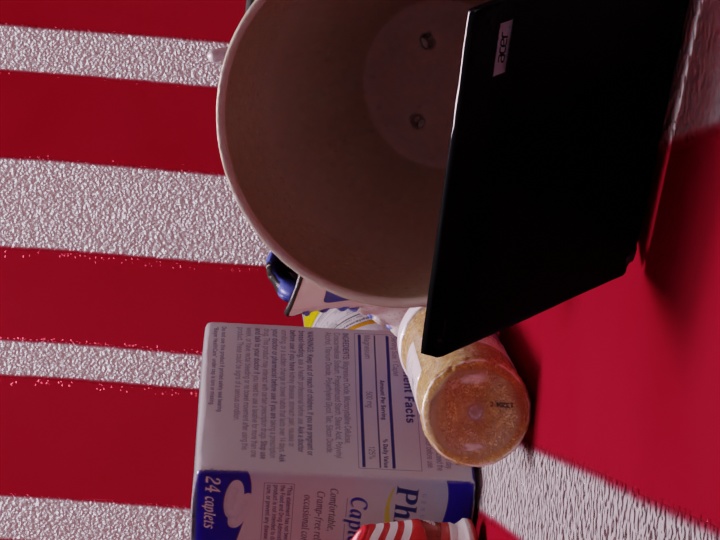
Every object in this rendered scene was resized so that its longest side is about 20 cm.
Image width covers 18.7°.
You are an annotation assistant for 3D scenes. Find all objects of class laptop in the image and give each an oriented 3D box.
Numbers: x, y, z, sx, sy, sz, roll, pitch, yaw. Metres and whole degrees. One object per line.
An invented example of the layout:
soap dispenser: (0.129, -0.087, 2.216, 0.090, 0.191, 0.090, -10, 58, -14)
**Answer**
laptop: (0.082, -0.089, 0.948, 0.201, 0.102, 0.178, -91, 6, -50)

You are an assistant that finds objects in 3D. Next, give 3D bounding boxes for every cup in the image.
cup: (0.035, -0.095, 1.236, 0.143, 0.198, 0.202, -44, -39, -69)

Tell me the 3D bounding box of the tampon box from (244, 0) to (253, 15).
tampon box: (-0.006, -0.295, 1.922, 0.201, 0.148, 0.127, -70, -9, -51)

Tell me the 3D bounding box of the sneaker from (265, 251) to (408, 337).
sneaker: (0.000, 0.000, 1.524, 0.200, 0.114, 0.081, 56, -166, -43)

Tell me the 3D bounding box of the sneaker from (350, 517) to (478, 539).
sneaker: (0.019, 0.267, 1.493, 0.078, 0.114, 0.202, 145, 129, -85)

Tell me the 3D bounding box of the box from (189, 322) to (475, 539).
box: (-0.022, 0.134, 1.606, 0.185, 0.198, 0.106, -91, 5, -57)

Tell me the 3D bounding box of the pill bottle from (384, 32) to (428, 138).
pill bottle: (0.052, -0.137, 1.412, 0.200, 0.112, 0.114, -102, 16, -75)

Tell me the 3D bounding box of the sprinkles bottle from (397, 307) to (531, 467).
sprinkles bottle: (0.063, 0.065, 1.379, 0.200, 0.068, 0.069, -105, 19, -78)

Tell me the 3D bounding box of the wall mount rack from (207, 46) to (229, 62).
wall mount rack: (-0.008, -0.163, 1.575, 0.075, 0.173, 0.200, -65, 7, -25)

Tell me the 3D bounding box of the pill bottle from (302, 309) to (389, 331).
pill bottle: (0.012, 0.064, 1.800, 0.201, 0.108, 0.110, -103, 16, -58)
